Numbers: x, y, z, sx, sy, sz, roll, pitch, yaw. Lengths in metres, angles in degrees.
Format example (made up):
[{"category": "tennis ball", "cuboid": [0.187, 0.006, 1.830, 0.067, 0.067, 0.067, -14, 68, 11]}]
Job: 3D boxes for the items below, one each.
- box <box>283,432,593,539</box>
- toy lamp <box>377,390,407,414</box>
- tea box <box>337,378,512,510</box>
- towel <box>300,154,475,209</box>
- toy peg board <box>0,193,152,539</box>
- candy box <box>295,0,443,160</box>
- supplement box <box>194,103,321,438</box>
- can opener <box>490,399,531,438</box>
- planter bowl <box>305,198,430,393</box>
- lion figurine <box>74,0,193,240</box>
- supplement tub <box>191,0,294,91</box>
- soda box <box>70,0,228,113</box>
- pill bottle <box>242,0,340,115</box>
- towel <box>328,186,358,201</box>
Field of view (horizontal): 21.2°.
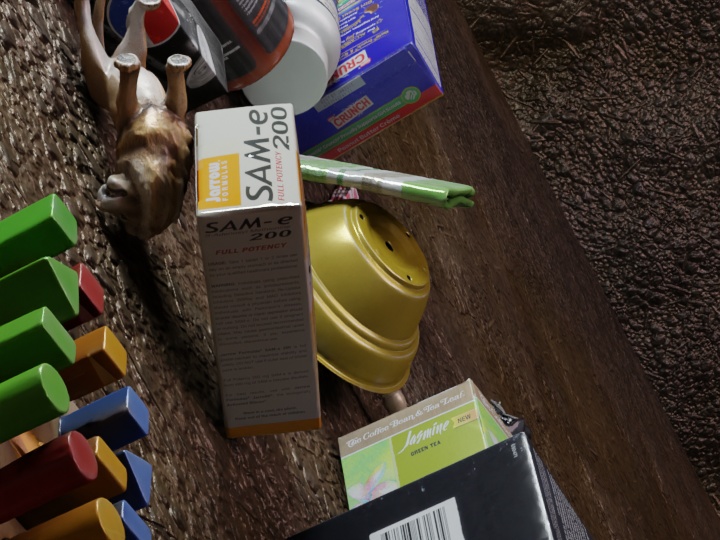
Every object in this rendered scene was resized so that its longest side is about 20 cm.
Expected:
[{"category": "box", "cuboid": [0.077, 0.250, 1.369, 0.199, 0.199, 0.124, 56, 15, -37]}, {"category": "toy lamp", "cuboid": [0.033, 0.124, 1.749, 0.201, 0.058, 0.058, 61, 13, -15]}, {"category": "tea box", "cuboid": [0.091, 0.237, 1.595, 0.200, 0.133, 0.197, 53, 17, -43]}, {"category": "towel", "cuboid": [-0.007, -0.076, 1.695, 0.149, 0.199, 0.031, -15, 115, -75]}, {"category": "toy peg board", "cuboid": [-0.157, 0.079, 0.973, 0.200, 0.097, 0.200, 56, 16, -34]}, {"category": "candy box", "cuboid": [-0.011, -0.212, 1.940, 0.077, 0.168, 0.200, 52, 18, -31]}, {"category": "supplement box", "cuboid": [-0.071, 0.001, 1.354, 0.126, 0.073, 0.201, -97, -177, -51]}, {"category": "can opener", "cuboid": [0.155, 0.183, 2.158, 0.063, 0.079, 0.200, 27, 5, 9]}, {"category": "planter bowl", "cuboid": [0.000, 0.000, 1.656, 0.200, 0.083, 0.201, 39, 26, -23]}, {"category": "lion figurine", "cuboid": [-0.163, -0.122, 1.373, 0.200, 0.072, 0.123, -110, -159, -48]}, {"category": "supplement tub", "cuboid": [-0.143, -0.249, 1.618, 0.200, 0.106, 0.107, 52, 18, -46]}, {"category": "soda box", "cuboid": [-0.179, -0.212, 1.501, 0.200, 0.063, 0.071, 54, 17, -39]}, {"category": "pill bottle", "cuboid": [-0.075, -0.232, 1.847, 0.111, 0.111, 0.200, 57, 15, -31]}, {"category": "towel", "cuboid": [0.010, -0.010, 1.965, 0.147, 0.030, 0.200, 63, 13, -12]}]
